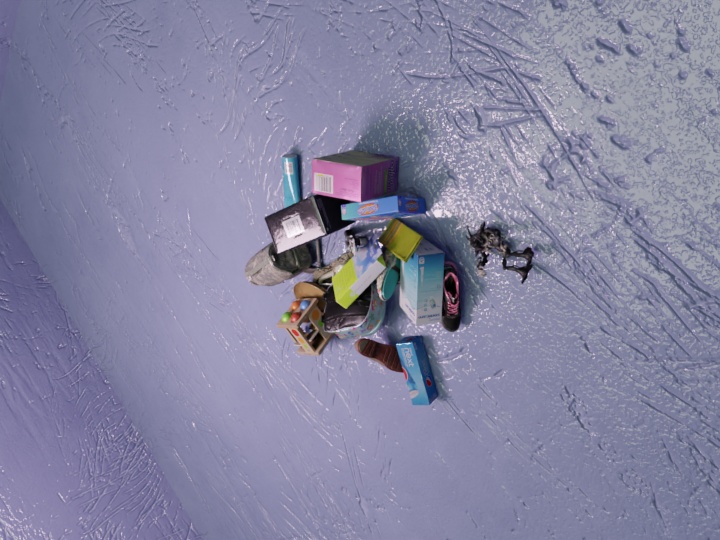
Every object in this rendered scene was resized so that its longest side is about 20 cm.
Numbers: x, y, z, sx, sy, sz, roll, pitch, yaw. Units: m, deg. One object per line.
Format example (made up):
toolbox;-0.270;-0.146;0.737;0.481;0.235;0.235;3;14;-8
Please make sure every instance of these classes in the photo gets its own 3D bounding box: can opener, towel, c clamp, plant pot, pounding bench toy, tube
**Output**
can opener;-0.017;-0.085;1.657;0.064;0.200;0.054;-8;104;-8
towel;0.109;-0.089;1.553;0.087;0.018;0.200;-58;26;6
c clamp;-0.161;-0.081;1.847;0.167;0.027;0.206;14;113;33
plant pot;-0.141;0.107;1.853;0.196;0.028;0.203;27;147;19
pounding bench toy;-0.206;0.185;1.874;0.197;0.125;0.157;-6;128;48
tube;-0.229;-0.279;1.821;0.076;0.050;0.206;19;121;35

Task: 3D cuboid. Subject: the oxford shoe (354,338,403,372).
oxford shoe;0.070;0.262;1.740;0.197;0.072;0.075;29;170;-14

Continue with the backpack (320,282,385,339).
backpack;-0.009;0.118;1.699;0.197;0.149;0.182;-20;54;42

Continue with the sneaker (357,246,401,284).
sneaker;0.061;-0.017;1.672;0.196;0.077;0.089;19;108;28

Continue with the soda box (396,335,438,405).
soda box;0.176;0.310;1.704;0.067;0.064;0.206;-10;99;38

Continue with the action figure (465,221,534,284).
action figure;0.347;-0.049;1.427;0.197;0.102;0.121;27;132;25

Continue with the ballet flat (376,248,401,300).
ballet flat;0.083;-0.005;1.609;0.063;0.204;0.076;1;151;41

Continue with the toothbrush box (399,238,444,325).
toothbrush box;0.170;0.029;1.552;0.147;0.083;0.206;-130;38;-67

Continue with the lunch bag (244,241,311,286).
lunch bag;-0.285;-0.029;1.853;0.198;0.165;0.143;-27;84;48

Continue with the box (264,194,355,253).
box;-0.150;-0.155;1.689;0.196;0.198;0.126;-18;97;31

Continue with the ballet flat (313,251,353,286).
ballet flat;-0.082;0.008;1.783;0.197;0.067;0.077;-26;48;38

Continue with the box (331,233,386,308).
box;0.000;0.000;1.613;0.047;0.123;0.200;35;109;-27

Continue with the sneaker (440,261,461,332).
sneaker;0.250;0.082;1.538;0.077;0.096;0.206;-9;105;-3

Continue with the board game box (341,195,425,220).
board game box;0.065;-0.173;1.560;0.196;0.150;0.047;-4;90;38

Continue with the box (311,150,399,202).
box;-0.013;-0.270;1.557;0.172;0.198;0.100;15;115;31
